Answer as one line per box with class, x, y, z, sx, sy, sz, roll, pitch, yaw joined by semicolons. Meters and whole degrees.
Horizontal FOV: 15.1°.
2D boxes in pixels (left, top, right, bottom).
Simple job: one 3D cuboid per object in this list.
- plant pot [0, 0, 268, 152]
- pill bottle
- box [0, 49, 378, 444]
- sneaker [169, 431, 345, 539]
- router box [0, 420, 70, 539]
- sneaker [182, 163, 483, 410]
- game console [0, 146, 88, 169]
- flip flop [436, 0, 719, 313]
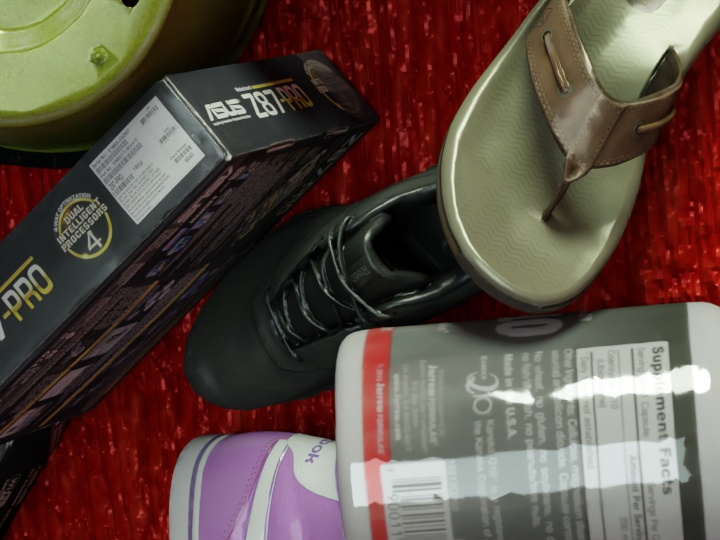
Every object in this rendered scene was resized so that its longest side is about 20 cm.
plant pot;-0.131;-0.133;1.074;0.200;0.193;0.201;0;100;-2
pill bottle;0.095;0.072;1.070;0.200;0.114;0.114;-5;95;6
box;-0.098;-0.005;1.129;0.200;0.161;0.049;-44;79;22
sneaker;-0.020;0.170;1.159;0.114;0.073;0.201;-2;97;32
router box;-0.250;0.073;1.253;0.200;0.062;0.150;36;108;14
sneaker;0.000;0.000;1.129;0.200;0.091;0.076;-33;87;24
game console;-0.198;-0.158;1.227;0.176;0.116;0.200;5;101;-9
flip flop;0.097;-0.077;1.053;0.081;0.058;0.200;34;77;-1
